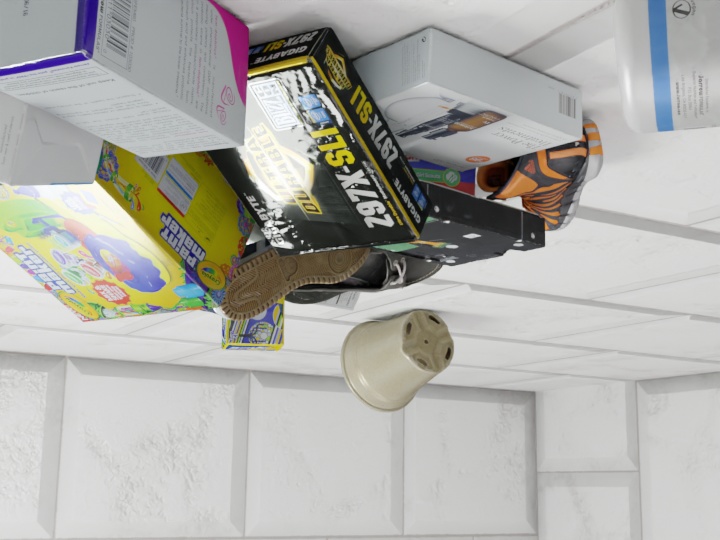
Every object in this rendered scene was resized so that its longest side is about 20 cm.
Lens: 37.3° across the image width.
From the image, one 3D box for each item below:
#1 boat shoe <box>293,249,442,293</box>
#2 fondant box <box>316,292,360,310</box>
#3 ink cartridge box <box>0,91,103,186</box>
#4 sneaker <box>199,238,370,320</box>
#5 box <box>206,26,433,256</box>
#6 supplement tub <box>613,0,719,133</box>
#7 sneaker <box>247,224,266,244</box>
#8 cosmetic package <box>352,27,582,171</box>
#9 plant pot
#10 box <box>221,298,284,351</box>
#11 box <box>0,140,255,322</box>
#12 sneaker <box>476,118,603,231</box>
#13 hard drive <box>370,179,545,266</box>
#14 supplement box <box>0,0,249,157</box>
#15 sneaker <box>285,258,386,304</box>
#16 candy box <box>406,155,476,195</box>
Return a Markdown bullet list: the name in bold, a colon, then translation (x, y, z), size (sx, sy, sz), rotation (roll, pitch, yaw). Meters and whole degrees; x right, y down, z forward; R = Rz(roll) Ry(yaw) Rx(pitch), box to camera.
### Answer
- **boat shoe**: translation (0.000, 0.000, 1.196), size (0.199, 0.067, 0.057), rotation (-1, -149, -7)
- **fondant box**: translation (-0.112, -0.010, 1.443), size (0.199, 0.059, 0.144), rotation (13, -165, -41)
- **ink cartridge box**: translation (-0.314, -0.123, 0.832), size (0.199, 0.067, 0.116), rotation (18, -170, 16)
- **sneaker**: translation (-0.091, -0.008, 1.111), size (0.199, 0.070, 0.108), rotation (-26, -163, -34)
- **box**: translation (-0.050, -0.102, 0.919), size (0.159, 0.049, 0.200), rotation (-6, 132, 33)
- **supplement tub**: translation (0.263, -0.159, 0.668), size (0.199, 0.133, 0.132), rotation (-4, 167, 18)
- **sneaker**: translation (-0.168, -0.050, 1.175), size (0.199, 0.081, 0.076), rotation (25, 164, 16)
- **cosmetic package**: translation (0.078, -0.145, 0.953), size (0.199, 0.052, 0.150), rotation (11, 167, -40)
- **plant pot**: translation (0.088, 0.172, 2.197), size (0.199, 0.202, 0.183), rotation (8, 156, -31)
- **box**: translation (-0.124, -0.009, 1.243), size (0.070, 0.201, 0.064), rotation (3, 168, -13)
- **box**: translation (-0.240, -0.063, 1.013), size (0.192, 0.122, 0.200), rotation (-7, 139, 34)
- **sneaker**: translation (0.170, -0.095, 1.103), size (0.111, 0.078, 0.200), rotation (-8, 158, -6)
- **hard drive**: translation (0.071, -0.046, 1.076), size (0.199, 0.038, 0.139), rotation (10, 165, -39)
- **supplement box**: translation (-0.171, -0.159, 0.768), size (0.103, 0.102, 0.200), rotation (-4, 167, 25)
- **sneaker**: translation (-0.013, -0.035, 1.313), size (0.199, 0.121, 0.084), rotation (-13, 151, 31)
- **candy box**: translation (0.010, -0.092, 1.140), size (0.168, 0.078, 0.200), rotation (4, 167, -17)
